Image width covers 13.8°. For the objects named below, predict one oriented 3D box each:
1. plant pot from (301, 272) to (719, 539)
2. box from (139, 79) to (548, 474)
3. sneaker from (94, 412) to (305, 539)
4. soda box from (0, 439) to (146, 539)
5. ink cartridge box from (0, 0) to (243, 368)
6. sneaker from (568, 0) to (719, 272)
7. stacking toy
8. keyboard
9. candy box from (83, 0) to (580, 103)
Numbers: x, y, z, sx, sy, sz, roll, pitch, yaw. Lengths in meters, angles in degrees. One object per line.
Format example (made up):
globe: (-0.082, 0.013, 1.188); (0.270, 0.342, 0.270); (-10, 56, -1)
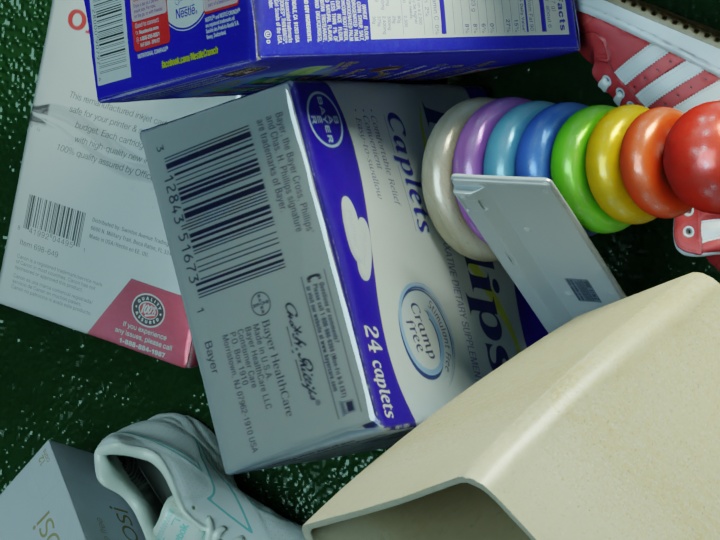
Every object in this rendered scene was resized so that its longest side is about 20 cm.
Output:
plant pot: (0.128, 0.117, 1.418); (0.200, 0.177, 0.200); (46, 156, -9)
box: (0.000, 0.000, 1.565); (0.104, 0.200, 0.185); (-18, 83, 31)
sneaker: (-0.076, 0.158, 1.690); (0.200, 0.080, 0.071); (38, 109, 22)
soda box: (-0.147, 0.195, 1.700); (0.068, 0.063, 0.201); (-48, 46, 23)
ink cartridge box: (-0.114, -0.062, 1.699); (0.145, 0.085, 0.201); (18, 103, 29)
sneaker: (0.161, -0.072, 1.541); (0.199, 0.071, 0.113); (27, 102, 25)
stacking toy: (0.123, -0.053, 1.481); (0.199, 0.085, 0.086); (-6, 89, 50)
keyboard: (0.107, 0.008, 1.521); (0.056, 0.200, 0.011); (-2, 57, 27)
candy box: (-0.015, -0.135, 1.541); (0.169, 0.199, 0.078); (-7, 87, 56)
